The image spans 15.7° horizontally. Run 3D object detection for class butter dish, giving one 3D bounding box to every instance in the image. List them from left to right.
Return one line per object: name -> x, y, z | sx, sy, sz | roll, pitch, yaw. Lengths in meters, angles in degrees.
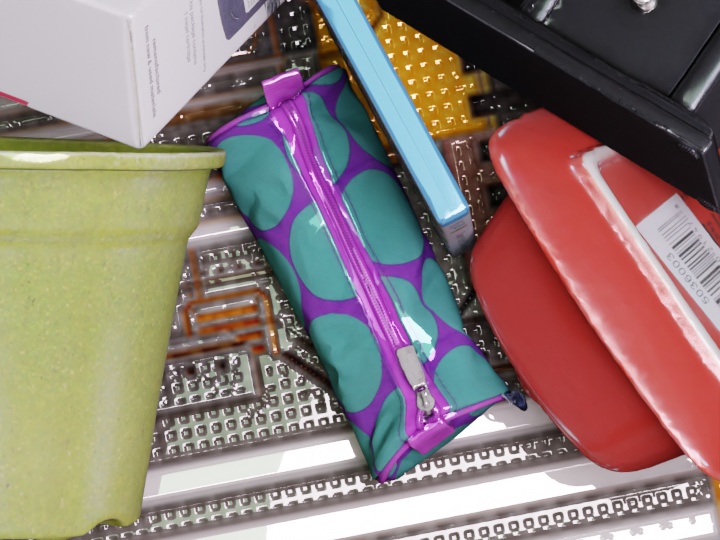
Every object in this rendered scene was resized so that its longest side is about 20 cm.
butter dish -> 0.133, 0.020, 1.286 | 0.199, 0.148, 0.200 | -23, 77, -49

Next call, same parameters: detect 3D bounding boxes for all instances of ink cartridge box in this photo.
ink cartridge box -> -0.112, -0.166, 1.258 | 0.145, 0.084, 0.200 | 21, 48, 22

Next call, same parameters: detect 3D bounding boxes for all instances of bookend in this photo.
bookend -> 0.133, -0.167, 1.196 | 0.200, 0.092, 0.199 | 34, 84, 19

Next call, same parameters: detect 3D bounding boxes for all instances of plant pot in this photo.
plant pot -> -0.168, 0.030, 1.258 | 0.200, 0.200, 0.185 | 2, 94, -2

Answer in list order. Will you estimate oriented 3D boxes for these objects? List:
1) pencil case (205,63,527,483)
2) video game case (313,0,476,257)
pencil case -> 0.000, 0.000, 1.303 | 0.085, 0.092, 0.200 | -27, 84, -4
video game case -> 0.015, -0.079, 1.258 | 0.018, 0.200, 0.143 | -28, 85, 2
